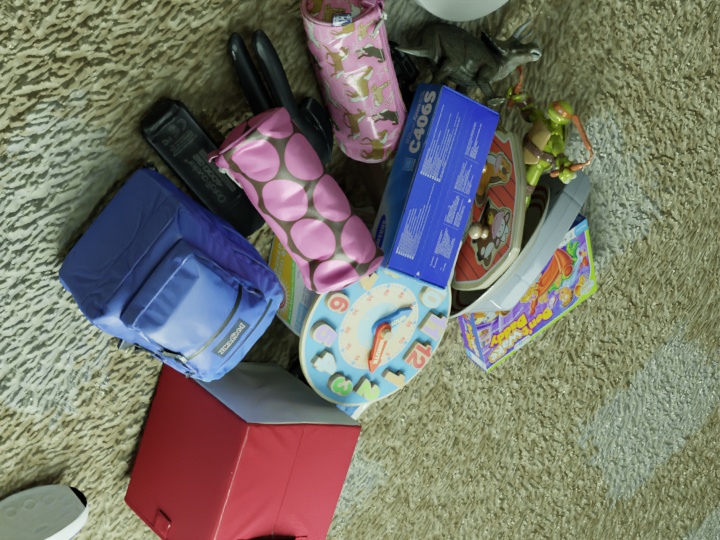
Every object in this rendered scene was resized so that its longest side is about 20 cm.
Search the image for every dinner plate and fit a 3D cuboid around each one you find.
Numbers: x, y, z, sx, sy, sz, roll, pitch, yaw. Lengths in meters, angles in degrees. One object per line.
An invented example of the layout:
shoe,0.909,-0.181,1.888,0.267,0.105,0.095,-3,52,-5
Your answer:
dinner plate,0.163,-0.019,1.687,0.024,0.200,0.201,37,92,-14

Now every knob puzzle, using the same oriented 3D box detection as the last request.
knob puzzle,0.135,-0.068,1.623,0.030,0.220,0.222,11,112,-21

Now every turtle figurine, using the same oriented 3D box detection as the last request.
turtle figurine,0.199,-0.143,1.635,0.064,0.201,0.162,9,126,-36

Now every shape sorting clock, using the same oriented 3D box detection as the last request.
shape sorting clock,0.020,0.062,1.571,0.199,0.039,0.202,-22,130,-29

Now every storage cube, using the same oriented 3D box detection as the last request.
storage cube,-0.135,0.215,1.587,0.170,0.199,0.182,7,107,-42

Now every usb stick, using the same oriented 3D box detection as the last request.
usb stick,-0.157,-0.101,1.464,0.055,0.033,0.200,-40,137,-1

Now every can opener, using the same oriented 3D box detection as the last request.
can opener,-0.087,-0.168,1.468,0.063,0.079,0.201,-14,137,19

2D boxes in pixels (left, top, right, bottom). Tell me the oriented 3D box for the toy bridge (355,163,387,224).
toy bridge,0.021,-0.089,1.600,0.199,0.027,0.068,-19,86,-31

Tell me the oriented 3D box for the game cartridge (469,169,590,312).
game cartridge,0.200,-0.035,1.723,0.041,0.133,0.201,36,77,-9

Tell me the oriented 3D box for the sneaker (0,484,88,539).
sneaker,-0.381,0.331,1.547,0.199,0.081,0.147,-29,142,-27

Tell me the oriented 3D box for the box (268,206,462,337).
box,0.000,0.000,1.616,0.198,0.101,0.114,-7,122,-37

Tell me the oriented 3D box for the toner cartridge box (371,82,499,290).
toner cartridge box,0.076,-0.089,1.515,0.094,0.043,0.202,20,87,-40

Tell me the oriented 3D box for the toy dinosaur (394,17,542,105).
toy dinosaur,0.106,-0.232,1.572,0.198,0.103,0.077,7,159,-30

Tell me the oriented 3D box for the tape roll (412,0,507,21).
tape roll,0.118,-0.366,1.510,0.201,0.037,0.205,-22,131,-27

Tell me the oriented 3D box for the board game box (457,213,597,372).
board game box,0.217,0.023,1.859,0.199,0.045,0.135,-35,135,-17

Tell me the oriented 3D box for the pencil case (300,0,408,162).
pencil case,-0.002,-0.207,1.480,0.082,0.087,0.201,-29,136,-13

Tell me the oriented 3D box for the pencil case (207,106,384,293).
pencil case,-0.064,-0.066,1.435,0.093,0.091,0.201,-36,104,0

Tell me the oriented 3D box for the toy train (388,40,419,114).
toy train,0.071,-0.174,1.580,0.201,0.034,0.046,56,50,-33

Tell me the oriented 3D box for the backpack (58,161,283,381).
backpack,-0.178,0.027,1.439,0.163,0.168,0.200,-46,140,5

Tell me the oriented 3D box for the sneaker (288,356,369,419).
sneaker,-0.019,0.117,1.699,0.200,0.077,0.111,-49,147,8
